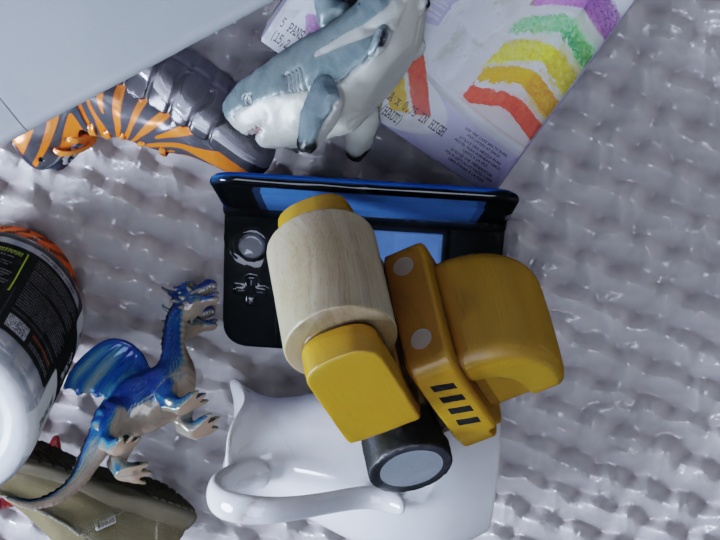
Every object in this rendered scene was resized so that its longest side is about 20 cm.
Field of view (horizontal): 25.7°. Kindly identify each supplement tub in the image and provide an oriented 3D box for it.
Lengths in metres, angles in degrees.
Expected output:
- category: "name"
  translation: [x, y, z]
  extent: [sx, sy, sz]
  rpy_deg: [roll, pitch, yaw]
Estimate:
- category: "supplement tub"
  translation: [-0.255, 0.052, 1.056]
  extent: [0.121, 0.200, 0.124]
  rpy_deg: [1, 114, 2]

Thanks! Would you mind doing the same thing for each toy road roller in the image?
- category: "toy road roller"
  translation: [0.041, 0.034, 0.997]
  extent: [0.145, 0.124, 0.200]
  rpy_deg: [-22, 140, 11]

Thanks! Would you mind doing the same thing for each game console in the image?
- category: "game console"
  translation: [0.000, 0.000, 1.065]
  extent: [0.197, 0.119, 0.173]
  rpy_deg: [4, 115, 2]

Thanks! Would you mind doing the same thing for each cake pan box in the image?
- category: "cake pan box"
  translation: [0.058, -0.178, 1.027]
  extent: [0.199, 0.052, 0.185]
  rpy_deg: [34, 108, -11]

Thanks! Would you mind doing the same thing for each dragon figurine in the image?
- category: "dragon figurine"
  translation: [-0.165, 0.089, 1.097]
  extent: [0.199, 0.100, 0.059]
  rpy_deg: [-36, 143, -9]

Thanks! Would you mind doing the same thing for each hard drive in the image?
- category: "hard drive"
  translation: [-0.167, -0.170, 0.954]
  extent: [0.198, 0.027, 0.132]
  rpy_deg: [-27, 134, 7]

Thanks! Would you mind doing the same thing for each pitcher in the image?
- category: "pitcher"
  translation: [-0.004, 0.142, 1.097]
  extent: [0.197, 0.172, 0.123]
  rpy_deg: [6, 108, 1]

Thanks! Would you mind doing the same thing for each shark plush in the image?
- category: "shark plush"
  translation: [-0.008, -0.154, 0.981]
  extent: [0.083, 0.091, 0.201]
  rpy_deg: [42, 117, 18]

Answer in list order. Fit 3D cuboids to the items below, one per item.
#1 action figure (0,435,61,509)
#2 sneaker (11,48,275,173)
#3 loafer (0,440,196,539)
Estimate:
- category: "action figure"
  translation: [-0.330, 0.136, 1.176]
  extent: [0.198, 0.099, 0.066]
  rpy_deg: [4, 112, -23]
- category: "sneaker"
  translation: [-0.159, -0.102, 1.063]
  extent: [0.199, 0.078, 0.112]
  rpy_deg: [35, 116, -2]
- category: "loafer"
  translation: [-0.209, 0.171, 1.137]
  extent: [0.199, 0.076, 0.068]
  rpy_deg: [24, 90, -31]
